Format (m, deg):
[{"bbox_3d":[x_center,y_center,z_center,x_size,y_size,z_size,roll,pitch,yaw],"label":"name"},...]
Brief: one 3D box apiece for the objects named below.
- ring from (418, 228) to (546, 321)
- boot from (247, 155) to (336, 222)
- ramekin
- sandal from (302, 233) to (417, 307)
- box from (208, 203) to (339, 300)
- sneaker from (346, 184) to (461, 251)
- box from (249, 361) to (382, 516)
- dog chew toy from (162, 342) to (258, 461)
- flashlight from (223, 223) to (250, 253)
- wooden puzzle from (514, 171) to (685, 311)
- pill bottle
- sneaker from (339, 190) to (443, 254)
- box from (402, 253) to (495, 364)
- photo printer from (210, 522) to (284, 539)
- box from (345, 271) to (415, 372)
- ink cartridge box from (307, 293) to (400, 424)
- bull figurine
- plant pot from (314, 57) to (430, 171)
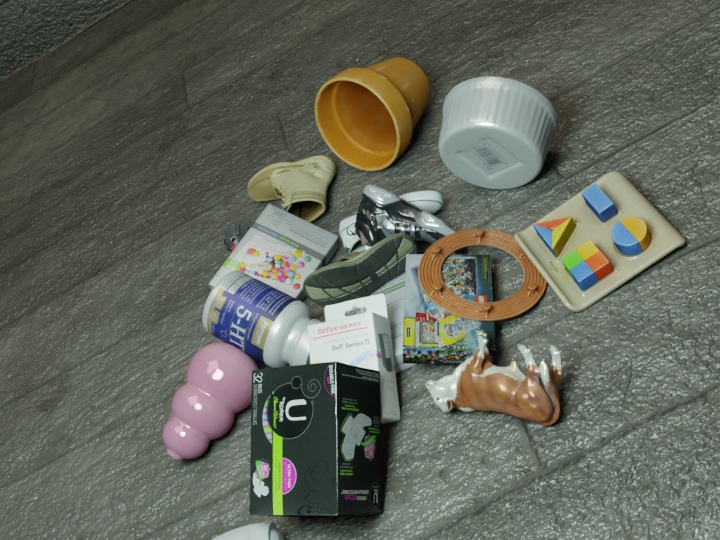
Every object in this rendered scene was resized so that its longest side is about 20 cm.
[{"bbox_3d":[0.190,0.000,1.400,0.200,0.019,0.201,-1,45,1],"label":"ring"},{"bbox_3d":[-0.150,-0.149,1.815,0.200,0.073,0.156,-12,41,18],"label":"boot"},{"bbox_3d":[0.229,-0.226,1.533,0.200,0.200,0.098,-3,56,33],"label":"ramekin"},{"bbox_3d":[0.001,0.000,1.498,0.201,0.080,0.057,-25,21,1],"label":"sandal"},{"bbox_3d":[-0.155,-0.010,1.641,0.156,0.041,0.200,26,65,17],"label":"box"},{"bbox_3d":[0.074,-0.058,1.540,0.200,0.075,0.114,30,96,12],"label":"sneaker"},{"bbox_3d":[-0.061,0.238,1.250,0.148,0.124,0.201,-10,73,30],"label":"box"},{"bbox_3d":[-0.252,0.219,1.475,0.124,0.125,0.200,16,67,44],"label":"dog chew toy"},{"bbox_3d":[-0.245,-0.010,1.745,0.068,0.068,0.200,-19,42,12],"label":"flashlight"},{"bbox_3d":[0.354,-0.055,1.360,0.200,0.046,0.185,-31,47,3],"label":"wooden puzzle"},{"bbox_3d":[-0.150,0.092,1.492,0.200,0.120,0.120,25,64,20],"label":"pill bottle"},{"bbox_3d":[0.059,-0.079,1.611,0.200,0.073,0.071,-21,62,19],"label":"sneaker"},{"bbox_3d":[0.135,0.056,1.386,0.136,0.038,0.200,1,45,4],"label":"box"},{"bbox_3d":[-0.172,0.445,1.217,0.166,0.069,0.200,-27,39,10],"label":"photo printer"},{"bbox_3d":[0.037,0.084,1.467,0.156,0.041,0.200,-25,39,12],"label":"box"},{"bbox_3d":[-0.013,0.134,1.360,0.117,0.067,0.200,-14,72,24],"label":"ink cartridge box"},{"bbox_3d":[0.188,0.152,1.251,0.200,0.065,0.122,9,97,31],"label":"bull figurine"},{"bbox_3d":[0.042,-0.328,1.789,0.200,0.201,0.183,6,37,39],"label":"plant pot"}]
